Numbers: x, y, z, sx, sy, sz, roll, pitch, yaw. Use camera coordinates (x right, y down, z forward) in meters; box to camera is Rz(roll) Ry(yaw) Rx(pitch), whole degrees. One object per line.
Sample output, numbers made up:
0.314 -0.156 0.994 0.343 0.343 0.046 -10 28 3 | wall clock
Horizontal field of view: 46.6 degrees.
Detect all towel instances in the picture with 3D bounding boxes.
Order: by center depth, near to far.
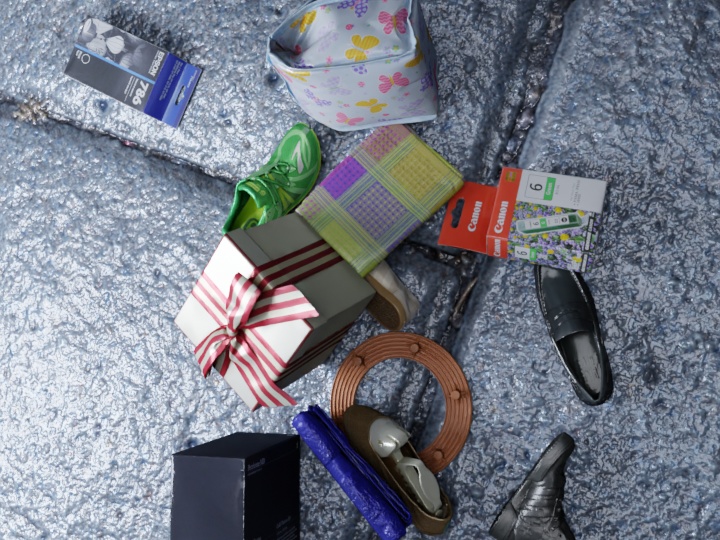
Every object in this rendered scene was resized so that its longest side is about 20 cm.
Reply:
-0.009 0.263 1.082 0.049 0.148 0.201 -38 78 -10 | towel
0.029 -0.102 1.111 0.200 0.023 0.144 -43 72 -9 | towel

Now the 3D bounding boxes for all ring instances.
0.052 0.185 1.129 0.197 0.019 0.204 -1 88 16 | ring

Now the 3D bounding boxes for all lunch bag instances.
-0.008 -0.270 1.079 0.197 0.170 0.129 -8 69 15 | lunch bag

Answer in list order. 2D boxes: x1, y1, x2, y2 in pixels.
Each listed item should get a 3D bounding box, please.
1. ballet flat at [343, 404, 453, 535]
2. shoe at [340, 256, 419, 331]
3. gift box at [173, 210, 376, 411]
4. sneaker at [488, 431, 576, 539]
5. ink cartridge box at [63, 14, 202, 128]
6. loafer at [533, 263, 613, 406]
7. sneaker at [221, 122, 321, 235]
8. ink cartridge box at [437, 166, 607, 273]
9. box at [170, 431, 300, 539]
0.054 0.248 1.074 0.067 0.072 0.201 -28 78 -32 | ballet flat
0.000 0.000 1.138 0.053 0.070 0.200 -34 71 -34 | shoe
-0.102 0.054 1.064 0.200 0.186 0.186 41 122 16 | gift box
0.238 0.311 1.054 0.104 0.060 0.201 36 102 15 | sneaker
-0.342 -0.298 1.248 0.198 0.039 0.101 26 94 14 | ink cartridge box
0.268 0.069 1.047 0.067 0.070 0.204 -19 82 13 | loafer
-0.122 -0.112 1.156 0.074 0.083 0.202 34 96 14 | sneaker
0.204 -0.071 1.061 0.197 0.051 0.110 11 64 15 | ink cartridge box
-0.157 0.316 1.087 0.102 0.200 0.185 0 87 15 | box
